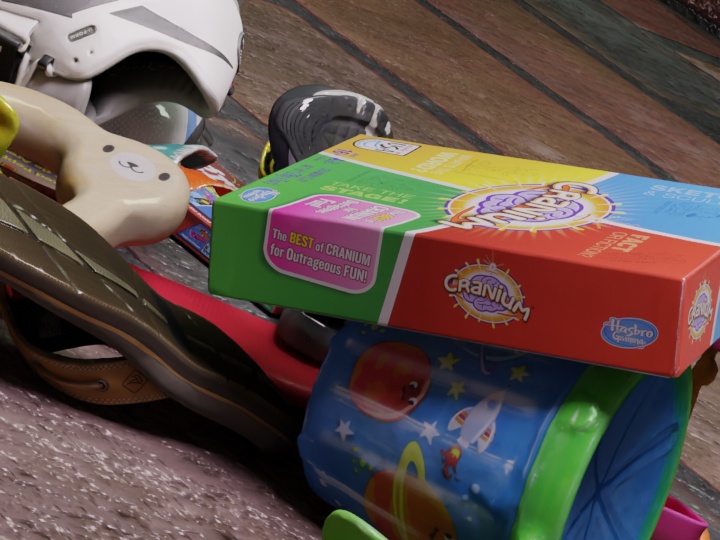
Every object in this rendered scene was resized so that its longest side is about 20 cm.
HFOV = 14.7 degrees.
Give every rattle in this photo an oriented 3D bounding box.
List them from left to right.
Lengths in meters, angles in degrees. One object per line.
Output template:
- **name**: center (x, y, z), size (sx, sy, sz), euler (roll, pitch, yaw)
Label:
- **rattle**: center (-0.119, -0.076, 1.210), size (0.199, 0.144, 0.130), euler (1, 21, -23)

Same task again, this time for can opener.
- **can opener**: center (0.000, 0.000, 1.370), size (0.066, 0.053, 0.200), euler (30, 14, 1)

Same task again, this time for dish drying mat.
- **dish drying mat**: center (-0.074, 0.029, 1.269), size (0.199, 0.018, 0.077), euler (23, 15, -25)

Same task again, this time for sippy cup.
- **sippy cup**: center (0.051, 0.071, 1.148), size (0.130, 0.140, 0.178), euler (22, 1, 23)

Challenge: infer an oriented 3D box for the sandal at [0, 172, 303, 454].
- **sandal**: center (-0.107, 0.027, 1.150), size (0.200, 0.055, 0.082), euler (37, 12, -36)

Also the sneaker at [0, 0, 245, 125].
- **sneaker**: center (-0.153, -0.108, 1.303), size (0.199, 0.074, 0.089), euler (2, 58, -1)

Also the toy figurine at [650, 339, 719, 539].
- **toy figurine**: center (0.145, 0.045, 1.289), size (0.150, 0.185, 0.200), euler (23, 14, -20)

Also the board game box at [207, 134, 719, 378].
- **board game box**: center (0.059, -0.010, 1.145), size (0.199, 0.041, 0.153), euler (10, 17, 21)

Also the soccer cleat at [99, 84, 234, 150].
- **soccer cleat**: center (-0.113, -0.100, 1.435), size (0.086, 0.070, 0.200), euler (49, 9, -14)

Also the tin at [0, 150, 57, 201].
- **tin**: center (-0.207, -0.066, 1.307), size (0.199, 0.042, 0.112), euler (27, 9, -10)

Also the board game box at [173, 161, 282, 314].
- **board game box**: center (-0.078, -0.031, 1.480), size (0.200, 0.020, 0.103), euler (37, 15, 33)

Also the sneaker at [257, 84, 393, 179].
- **sneaker**: center (-0.025, -0.052, 1.531), size (0.084, 0.075, 0.200), euler (21, -12, 21)
